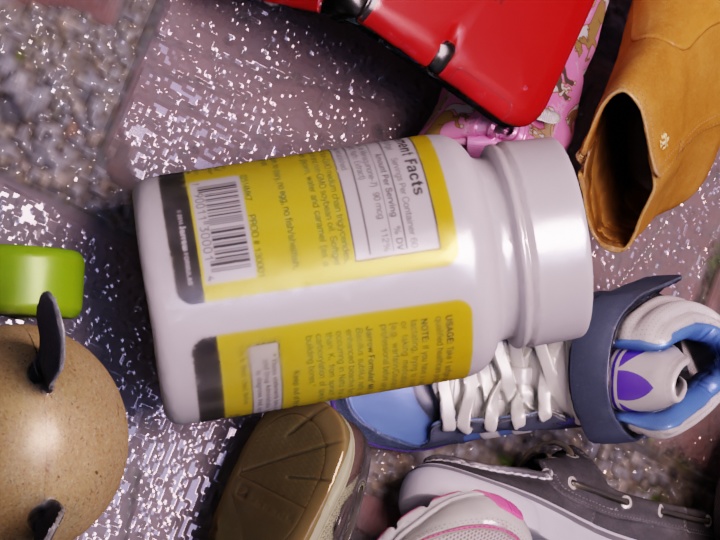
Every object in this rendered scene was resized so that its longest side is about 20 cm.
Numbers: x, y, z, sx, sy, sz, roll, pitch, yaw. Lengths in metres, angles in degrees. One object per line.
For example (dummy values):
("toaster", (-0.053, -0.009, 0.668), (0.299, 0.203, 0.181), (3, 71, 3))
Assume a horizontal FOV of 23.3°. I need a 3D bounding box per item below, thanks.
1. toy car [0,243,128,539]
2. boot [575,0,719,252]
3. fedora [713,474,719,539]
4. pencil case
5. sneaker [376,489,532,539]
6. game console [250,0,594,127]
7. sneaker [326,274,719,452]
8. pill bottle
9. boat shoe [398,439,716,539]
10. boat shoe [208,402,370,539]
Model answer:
("toy car", (-0.159, 0.068, 0.707), (0.156, 0.200, 0.166), (3, 87, -26))
("boot", (0.160, -0.120, 0.888), (0.144, 0.070, 0.203), (-41, 138, -53))
("fedora", (0.255, 0.146, 0.952), (0.175, 0.090, 0.202), (-10, 101, -25))
("pencil case", (0.093, -0.136, 0.897), (0.083, 0.086, 0.202), (31, 73, -43))
("sneaker", (0.026, 0.201, 0.834), (0.081, 0.088, 0.201), (29, 94, -22))
("game console", (0.033, -0.190, 0.855), (0.172, 0.118, 0.201), (31, 76, -24))
("sneaker", (0.091, 0.047, 0.860), (0.198, 0.146, 0.081), (-5, 91, -26))
("pill bottle", (0.000, 0.000, 0.805), (0.198, 0.114, 0.116), (-8, 93, -6))
("boat shoe", (0.110, 0.125, 0.917), (0.199, 0.070, 0.067), (20, 60, -20))
("boat shoe", (-0.050, 0.159, 0.831), (0.066, 0.071, 0.202), (30, 86, -53))
